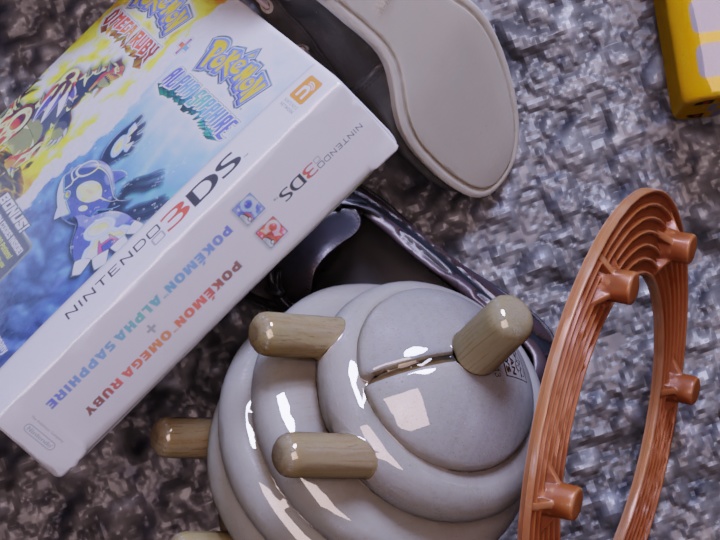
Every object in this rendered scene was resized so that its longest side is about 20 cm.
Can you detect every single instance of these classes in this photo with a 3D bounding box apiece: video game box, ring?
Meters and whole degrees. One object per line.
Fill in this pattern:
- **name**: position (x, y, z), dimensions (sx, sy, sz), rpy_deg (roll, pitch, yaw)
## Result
- **video game box**: position (-0.098, -0.034, 0.763), dimensions (0.182, 0.200, 0.047), rpy_deg (-43, 124, -2)
- **ring**: position (0.105, 0.067, 0.734), dimensions (0.019, 0.200, 0.201), rpy_deg (11, 86, 24)

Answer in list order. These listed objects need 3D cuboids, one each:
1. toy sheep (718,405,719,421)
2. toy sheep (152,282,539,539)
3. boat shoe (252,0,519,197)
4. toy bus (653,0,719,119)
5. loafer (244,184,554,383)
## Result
- **toy sheep**: position (0.237, 0.018, 0.762), dimensions (0.200, 0.138, 0.138), rpy_deg (-20, 85, -4)
- **toy sheep**: position (0.003, 0.067, 0.720), dimensions (0.138, 0.200, 0.138), rpy_deg (16, 57, -26)
- **boat shoe**: position (0.003, -0.108, 0.788), dimensions (0.057, 0.200, 0.067), rpy_deg (23, 71, 47)
- **toy bus**: position (0.162, -0.173, 0.815), dimensions (0.078, 0.065, 0.200), rpy_deg (-9, 86, 4)
- **loafer**: position (0.000, 0.000, 0.811), dimensions (0.200, 0.063, 0.072), rpy_deg (29, 87, 5)
